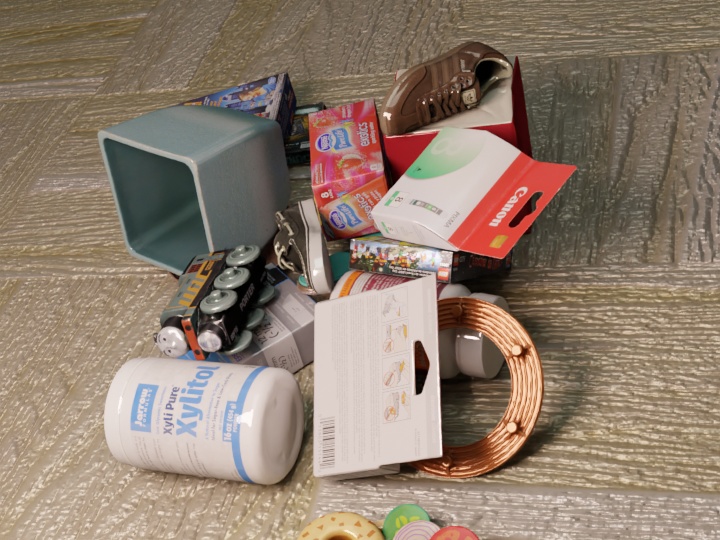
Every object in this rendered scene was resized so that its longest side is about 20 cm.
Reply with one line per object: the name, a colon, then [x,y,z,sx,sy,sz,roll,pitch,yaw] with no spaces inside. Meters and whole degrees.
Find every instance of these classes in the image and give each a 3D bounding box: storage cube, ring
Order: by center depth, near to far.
ring: [0.103,0.127,1.295,0.199,0.019,0.202,-5,77,22]
storage cube: [0.136,-0.163,1.598,0.198,0.181,0.172,-4,40,14]

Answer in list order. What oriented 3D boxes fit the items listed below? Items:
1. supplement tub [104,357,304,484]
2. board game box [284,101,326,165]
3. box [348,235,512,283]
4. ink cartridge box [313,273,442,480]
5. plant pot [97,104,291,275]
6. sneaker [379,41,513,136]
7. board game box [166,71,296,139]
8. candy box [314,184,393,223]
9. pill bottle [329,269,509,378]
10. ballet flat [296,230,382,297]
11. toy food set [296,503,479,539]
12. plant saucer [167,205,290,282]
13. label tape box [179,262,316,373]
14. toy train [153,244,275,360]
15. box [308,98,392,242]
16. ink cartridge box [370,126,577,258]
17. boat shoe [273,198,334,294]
supplement tub: [-0.176,0.170,1.345,0.198,0.133,0.132,2,42,21]
board game box: [-0.156,-0.208,1.874,0.198,0.028,0.136,-7,39,13]
box: [0.091,-0.019,1.465,0.136,0.038,0.200,9,9,27]
ink cartridge box: [0.026,0.119,1.287,0.175,0.045,0.202,-15,67,36]
plant pot: [-0.207,-0.125,1.617,0.195,0.198,0.200,19,40,36]
sneaker: [0.110,-0.230,1.487,0.075,0.071,0.200,27,55,39]
board game box: [-0.212,-0.217,1.833,0.198,0.062,0.201,-8,40,13]
candy box: [-0.007,-0.143,1.722,0.116,0.057,0.201,-10,40,7]
pill bottle: [0.069,0.066,1.397,0.199,0.115,0.114,7,44,27]
ballet flat: [0.000,0.000,1.532,0.199,0.068,0.068,-33,38,-33]
toy food set: [0.027,0.317,1.162,0.196,0.049,0.201,-10,39,7]
plant saucer: [-0.177,-0.028,1.659,0.199,0.037,0.201,-9,39,7]
label tape box: [-0.152,0.090,1.486,0.199,0.066,0.143,-30,40,-19]
toy train: [-0.177,0.039,1.430,0.113,0.086,0.200,-10,28,18]
box: [-0.012,-0.138,1.591,0.099,0.096,0.201,-12,36,5]
ink cartridge box: [0.130,-0.095,1.385,0.199,0.050,0.161,12,54,50]
boat shoe: [-0.073,-0.024,1.468,0.063,0.071,0.200,-15,27,-1]
